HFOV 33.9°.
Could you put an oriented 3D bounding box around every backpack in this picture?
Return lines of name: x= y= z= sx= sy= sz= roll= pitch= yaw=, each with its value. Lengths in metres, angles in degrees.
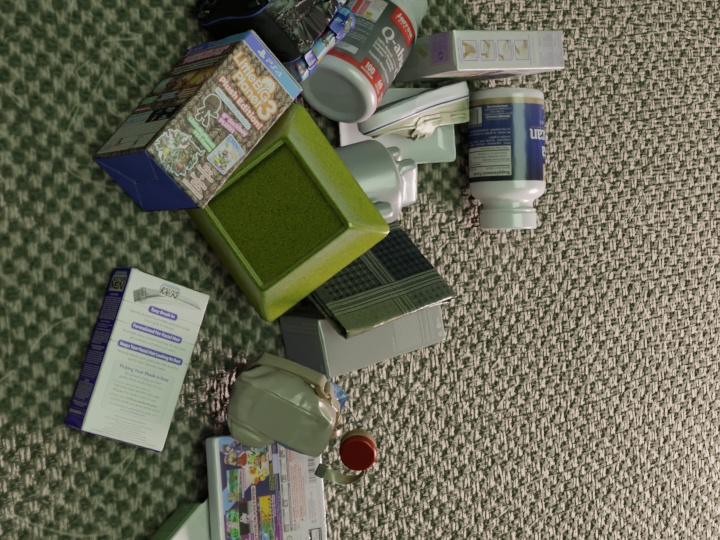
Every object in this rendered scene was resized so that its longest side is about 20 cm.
backpack: x=-0.079 y=-0.346 z=1.469 sx=0.135 sy=0.182 sz=0.200 roll=48 pitch=69 yaw=-28

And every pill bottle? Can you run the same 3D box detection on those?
pill bottle: x=0.213 y=-0.160 z=1.717 sx=0.111 sy=0.111 sz=0.200 roll=-3 pitch=93 yaw=-34
pill bottle: x=0.006 y=-0.302 z=1.565 sx=0.116 sy=0.116 sz=0.200 roll=45 pitch=57 yaw=-26

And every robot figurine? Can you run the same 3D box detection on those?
robot figurine: x=-0.024 y=-0.102 z=1.525 sx=0.200 sy=0.170 sz=0.113 roll=-16 pitch=122 yaw=-22

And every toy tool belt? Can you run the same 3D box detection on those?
toy tool belt: x=-0.069 y=0.176 z=1.493 sx=0.200 sy=0.123 sz=0.125 roll=24 pitch=106 yaw=-4

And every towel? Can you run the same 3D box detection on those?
towel: x=0.000 y=0.000 z=1.554 sx=0.200 sy=0.035 sz=0.193 roll=-16 pitch=56 yaw=-36

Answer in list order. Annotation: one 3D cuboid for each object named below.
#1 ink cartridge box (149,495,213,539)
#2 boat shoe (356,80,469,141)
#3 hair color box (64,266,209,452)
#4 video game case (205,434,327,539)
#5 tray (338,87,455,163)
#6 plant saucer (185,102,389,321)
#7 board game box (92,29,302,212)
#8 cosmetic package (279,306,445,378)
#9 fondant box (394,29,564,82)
ink cartridge box: x=-0.177 y=0.349 z=1.500 sx=0.200 sy=0.048 sz=0.146 roll=-48 pitch=117 yaw=-41
boat shoe: x=0.082 y=-0.211 z=1.626 sx=0.200 sy=0.072 sz=0.062 roll=-24 pitch=101 yaw=-34
hair color box: x=-0.268 y=0.106 z=1.424 sx=0.109 sy=0.065 sz=0.200 roll=22 pitch=80 yaw=-32
video game case: x=-0.118 y=0.307 z=1.520 sx=0.182 sy=0.023 sz=0.200 roll=1 pitch=83 yaw=-45
tray: x=0.048 y=-0.201 z=1.659 sx=0.200 sy=0.022 sz=0.108 roll=-7 pitch=94 yaw=-34
plant saucer: x=-0.101 y=-0.069 z=1.439 sx=0.200 sy=0.048 sz=0.200 roll=-37 pitch=86 yaw=11
board game box: x=-0.196 y=-0.176 z=1.411 sx=0.097 sy=0.159 sz=0.200 roll=48 pitch=66 yaw=-26
cosmetic package: x=0.003 y=0.078 z=1.583 sx=0.200 sy=0.107 sz=0.090 roll=-13 pitch=98 yaw=-35
fondant box: x=0.166 y=-0.302 z=1.663 sx=0.200 sy=0.144 sz=0.058 roll=-9 pitch=96 yaw=-34
